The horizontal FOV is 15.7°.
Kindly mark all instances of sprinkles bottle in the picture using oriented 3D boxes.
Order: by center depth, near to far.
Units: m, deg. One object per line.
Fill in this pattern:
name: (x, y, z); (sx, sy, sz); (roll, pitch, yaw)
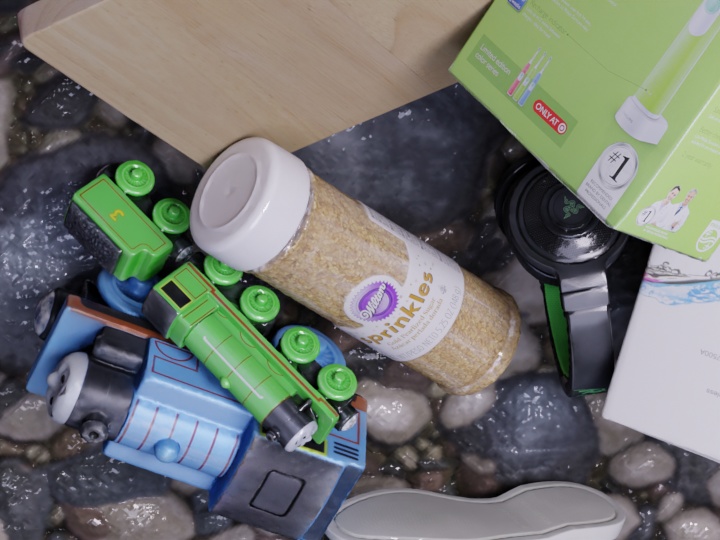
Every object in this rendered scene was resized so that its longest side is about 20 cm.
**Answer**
sprinkles bottle: (0.000, 0.000, 1.423); (0.200, 0.068, 0.068); (31, 111, -36)

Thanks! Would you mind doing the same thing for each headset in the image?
headset: (0.123, -0.033, 1.420); (0.094, 0.124, 0.201); (-10, 98, -1)

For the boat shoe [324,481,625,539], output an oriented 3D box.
boat shoe: (0.063, 0.163, 1.513); (0.200, 0.074, 0.060); (-2, 116, -36)

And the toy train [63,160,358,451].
toy train: (-0.082, 0.020, 1.410); (0.200, 0.056, 0.042); (45, 145, 12)

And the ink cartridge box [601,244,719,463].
ink cartridge box: (0.234, -0.005, 1.391); (0.144, 0.147, 0.200); (19, 110, 13)

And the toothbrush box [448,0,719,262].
toothbrush box: (0.160, -0.130, 1.272); (0.086, 0.146, 0.200); (15, 114, -47)

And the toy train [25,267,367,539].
toy train: (-0.088, 0.070, 1.446); (0.200, 0.114, 0.087); (21, 125, -15)

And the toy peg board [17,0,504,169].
toy peg board: (-0.043, -0.156, 1.328); (0.199, 0.098, 0.200); (-22, 152, 21)
